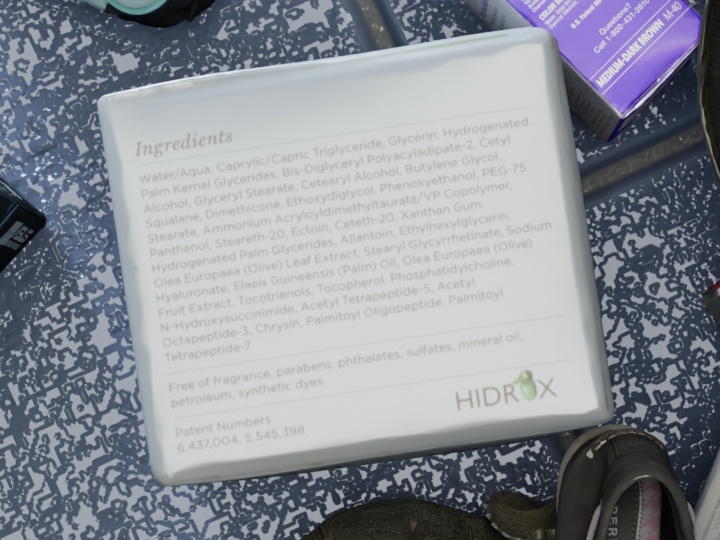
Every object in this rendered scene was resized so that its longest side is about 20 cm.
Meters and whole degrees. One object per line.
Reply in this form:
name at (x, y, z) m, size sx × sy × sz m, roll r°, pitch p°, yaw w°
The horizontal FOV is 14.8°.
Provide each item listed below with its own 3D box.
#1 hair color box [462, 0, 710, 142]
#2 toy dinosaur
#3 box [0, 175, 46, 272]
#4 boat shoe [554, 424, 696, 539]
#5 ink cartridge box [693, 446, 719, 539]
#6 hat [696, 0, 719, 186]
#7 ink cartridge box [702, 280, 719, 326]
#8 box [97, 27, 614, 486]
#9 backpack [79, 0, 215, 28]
hair color box at (0.068, -0.154, 1.280) m, size 0.200 × 0.109 × 0.065 m, roll 44°, pitch 89°, yaw 3°
toy dinosaur at (0.027, 0.142, 1.259) m, size 0.200 × 0.077 × 0.102 m, roll -3°, pitch 61°, yaw 13°
box at (-0.220, 0.014, 1.234) m, size 0.044 × 0.200 × 0.160 m, roll 42°, pitch 88°, yaw 3°
boat shoe at (0.114, 0.167, 1.190) m, size 0.067 × 0.057 × 0.200 m, roll -6°, pitch 104°, yaw -11°
ink cartridge box at (0.237, 0.151, 1.220) m, size 0.200 × 0.050 × 0.161 m, roll 23°, pitch 105°, yaw 7°
hat at (0.240, -0.091, 1.195) m, size 0.201 × 0.081 × 0.201 m, roll 0°, pitch 84°, yaw -5°
ink cartridge box at (0.282, 0.009, 1.278) m, size 0.200 × 0.083 × 0.147 m, roll -37°, pitch 86°, yaw 0°
box at (0.000, 0.000, 1.228) m, size 0.200 × 0.199 × 0.171 m, roll -8°, pitch 86°, yaw 1°
backpack at (-0.134, -0.225, 1.272) m, size 0.200 × 0.153 × 0.176 m, roll 32°, pitch 93°, yaw 10°
